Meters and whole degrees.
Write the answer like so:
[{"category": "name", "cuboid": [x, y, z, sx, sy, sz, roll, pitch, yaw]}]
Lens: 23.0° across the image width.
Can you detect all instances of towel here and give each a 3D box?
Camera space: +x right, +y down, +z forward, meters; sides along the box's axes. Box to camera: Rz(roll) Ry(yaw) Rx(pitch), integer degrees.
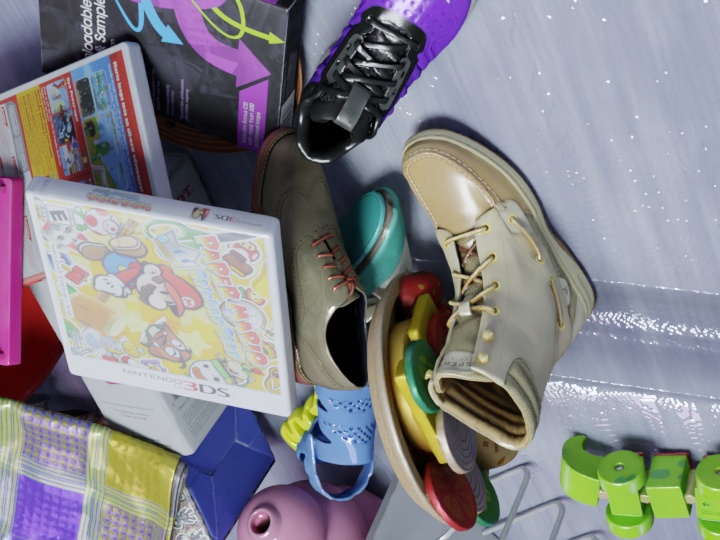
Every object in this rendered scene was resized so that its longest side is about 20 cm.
[{"category": "towel", "cuboid": [-0.240, 0.185, 1.458, 0.198, 0.023, 0.145, 19, 119, 8]}]

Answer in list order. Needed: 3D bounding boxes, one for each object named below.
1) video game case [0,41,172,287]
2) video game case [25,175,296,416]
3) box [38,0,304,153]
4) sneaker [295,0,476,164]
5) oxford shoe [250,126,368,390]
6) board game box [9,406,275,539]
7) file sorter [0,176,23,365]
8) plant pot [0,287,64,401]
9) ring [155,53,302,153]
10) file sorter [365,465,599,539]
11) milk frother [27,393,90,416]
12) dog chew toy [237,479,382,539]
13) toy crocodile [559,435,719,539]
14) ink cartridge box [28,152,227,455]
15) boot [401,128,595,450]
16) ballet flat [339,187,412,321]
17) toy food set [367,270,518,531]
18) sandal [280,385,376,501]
[{"category": "video game case", "cuboid": [-0.224, -0.071, 1.306, 0.199, 0.017, 0.145, -16, 85, 36]}, {"category": "video game case", "cuboid": [-0.139, 0.022, 1.273, 0.180, 0.023, 0.201, 10, 139, 12]}, {"category": "box", "cuboid": [-0.139, -0.172, 1.267, 0.198, 0.036, 0.144, 21, 139, 13]}, {"category": "sneaker", "cuboid": [0.012, -0.137, 1.187, 0.069, 0.100, 0.200, 32, 140, -5]}, {"category": "oxford shoe", "cuboid": [-0.026, -0.007, 1.287, 0.074, 0.070, 0.202, 13, 123, 46]}, {"category": "board game box", "cuboid": [-0.200, 0.187, 1.550, 0.198, 0.160, 0.098, -17, 107, 24]}, {"category": "file sorter", "cuboid": [-0.368, -0.004, 1.327, 0.198, 0.125, 0.141, 7, 98, 35]}, {"category": "plant pot", "cuboid": [-0.355, 0.006, 1.501, 0.176, 0.201, 0.202, 26, 141, 21]}, {"category": "ring", "cuboid": [-0.131, -0.170, 1.305, 0.198, 0.019, 0.202, 16, 137, 15]}, {"category": "file sorter", "cuboid": [0.118, 0.255, 1.495, 0.200, 0.139, 0.124, 45, 135, -16]}, {"category": "milk frother", "cuboid": [-0.329, 0.215, 1.736, 0.200, 0.179, 0.190, -175, 78, -66]}, {"category": "dog chew toy", "cuboid": [-0.040, 0.239, 1.544, 0.123, 0.126, 0.200, 4, 163, 28]}, {"category": "toy crocodile", "cuboid": [0.251, 0.170, 1.394, 0.198, 0.062, 0.068, 2, 132, 23]}, {"category": "ink cartridge box", "cuboid": [-0.168, 0.025, 1.424, 0.084, 0.145, 0.201, 6, 134, 33]}, {"category": "boot", "cuboid": [0.080, 0.013, 1.255, 0.072, 0.156, 0.200, -17, 121, 41]}, {"category": "ballet flat", "cuboid": [0.000, 0.000, 1.374, 0.070, 0.068, 0.200, 17, 145, -23]}, {"category": "toy food set", "cuboid": [0.064, 0.098, 1.325, 0.048, 0.199, 0.201, -14, 121, 23]}, {"category": "sandal", "cuboid": [-0.007, 0.123, 1.462, 0.079, 0.088, 0.201, -9, 150, -19]}]
